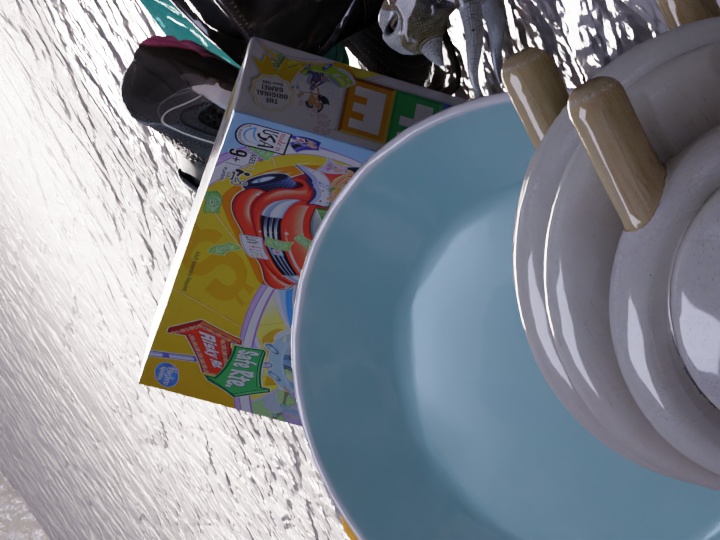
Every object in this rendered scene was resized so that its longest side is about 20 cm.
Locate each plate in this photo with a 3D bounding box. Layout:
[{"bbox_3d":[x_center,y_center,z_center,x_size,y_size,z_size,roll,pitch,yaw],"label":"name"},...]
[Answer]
[{"bbox_3d":[0.073,0.036,0.826,0.201,0.200,0.026,60,-152,-3],"label":"plate"}]

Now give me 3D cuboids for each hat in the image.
[{"bbox_3d":[-0.045,-0.136,0.977,0.201,0.081,0.201,54,165,22],"label":"hat"}]

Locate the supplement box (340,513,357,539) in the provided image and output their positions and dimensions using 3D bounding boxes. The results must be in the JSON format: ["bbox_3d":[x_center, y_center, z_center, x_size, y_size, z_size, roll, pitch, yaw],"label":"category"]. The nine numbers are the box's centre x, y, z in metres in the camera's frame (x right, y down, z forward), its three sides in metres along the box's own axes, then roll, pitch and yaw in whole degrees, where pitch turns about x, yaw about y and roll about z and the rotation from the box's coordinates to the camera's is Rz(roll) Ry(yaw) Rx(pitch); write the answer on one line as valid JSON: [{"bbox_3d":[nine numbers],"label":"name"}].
[{"bbox_3d":[0.026,0.091,1.228,0.069,0.066,0.200,51,163,28],"label":"supplement box"}]

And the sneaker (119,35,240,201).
[{"bbox_3d":[-0.031,-0.016,1.027,0.200,0.086,0.080,36,179,-43],"label":"sneaker"}]

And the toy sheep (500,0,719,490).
[{"bbox_3d":[0.101,-0.006,0.662,0.138,0.138,0.200,62,-177,-12],"label":"toy sheep"}]

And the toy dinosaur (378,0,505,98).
[{"bbox_3d":[0.029,-0.151,0.758,0.102,0.077,0.200,35,152,14],"label":"toy dinosaur"}]

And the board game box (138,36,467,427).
[{"bbox_3d":[0.000,0.000,0.946,0.200,0.134,0.034,115,169,-57],"label":"board game box"}]

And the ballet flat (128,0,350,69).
[{"bbox_3d":[-0.079,-0.129,1.116,0.200,0.067,0.070,52,147,21],"label":"ballet flat"}]

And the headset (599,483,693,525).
[{"bbox_3d":[0.089,0.076,0.899,0.200,0.094,0.123,43,161,-3],"label":"headset"}]
